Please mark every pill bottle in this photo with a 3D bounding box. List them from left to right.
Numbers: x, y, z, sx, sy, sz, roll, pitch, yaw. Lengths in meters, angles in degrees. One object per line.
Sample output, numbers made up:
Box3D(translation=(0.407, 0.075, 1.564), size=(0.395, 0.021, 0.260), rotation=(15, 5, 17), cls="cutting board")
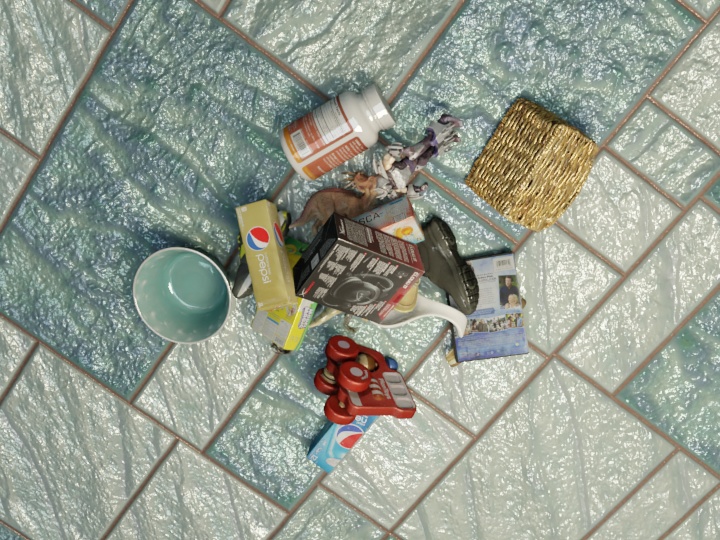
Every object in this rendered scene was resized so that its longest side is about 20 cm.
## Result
Box3D(translation=(-0.040, -0.258, 1.366), size=(0.200, 0.112, 0.112), rotation=(-27, 102, 13), cls="pill bottle")

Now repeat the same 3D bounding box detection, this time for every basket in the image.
Box3D(translation=(0.322, -0.192, 1.373), size=(0.143, 0.149, 0.200), rotation=(17, 112, -34), cls="basket")

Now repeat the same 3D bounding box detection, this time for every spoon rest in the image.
Box3D(translation=(0.105, 0.077, 1.429), size=(0.200, 0.099, 0.061), rotation=(11, 149, 15), cls="spoon rest")

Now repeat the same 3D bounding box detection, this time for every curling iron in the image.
Box3D(translation=(-0.173, 0.085, 1.530), size=(0.050, 0.026, 0.200), rotation=(-6, 106, 6), cls="curling iron")

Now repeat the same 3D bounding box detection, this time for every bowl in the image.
Box3D(translation=(-0.344, 0.037, 1.494), size=(0.200, 0.105, 0.201), rotation=(2, 107, 5), cls="bowl")

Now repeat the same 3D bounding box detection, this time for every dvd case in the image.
Box3D(translation=(0.241, 0.071, 1.438), size=(0.142, 0.018, 0.200), rotation=(-9, 81, 15), cls="dvd case")

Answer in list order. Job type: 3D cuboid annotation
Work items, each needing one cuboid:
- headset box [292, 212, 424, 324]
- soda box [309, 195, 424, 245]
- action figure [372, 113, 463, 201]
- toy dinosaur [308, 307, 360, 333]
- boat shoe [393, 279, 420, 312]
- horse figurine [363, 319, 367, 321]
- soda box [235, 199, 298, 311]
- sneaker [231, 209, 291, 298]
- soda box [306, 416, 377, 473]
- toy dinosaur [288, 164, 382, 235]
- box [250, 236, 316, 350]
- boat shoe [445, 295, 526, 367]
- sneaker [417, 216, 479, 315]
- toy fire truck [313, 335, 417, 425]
Box3D(translation=(0.003, 0.003, 1.307), size=(0.200, 0.077, 0.149), rotation=(19, 127, -27), cls="headset box")
Box3D(translation=(0.011, -0.059, 1.347), size=(0.200, 0.064, 0.068), rotation=(-22, 134, 10), cls="soda box")
Box3D(translation=(0.097, -0.199, 1.335), size=(0.200, 0.130, 0.069), rotation=(-44, 56, -13), cls="action figure")
Box3D(translation=(-0.021, 0.072, 1.486), size=(0.200, 0.047, 0.088), rotation=(-44, 99, -7), cls="toy dinosaur")
Box3D(translation=(0.077, -0.022, 1.399), size=(0.073, 0.063, 0.201), rotation=(2, 80, -8), cls="boat shoe")
Box3D(translation=(0.000, 0.000, 1.432), size=(0.132, 0.050, 0.200), rotation=(36, 68, -4), cls="horse figurine")
Box3D(translation=(-0.176, -0.026, 1.392), size=(0.064, 0.068, 0.200), rotation=(-15, 83, 10), cls="soda box")
Box3D(translation=(-0.212, -0.040, 1.474), size=(0.085, 0.074, 0.200), rotation=(29, 92, 12), cls="sneaker")
Box3D(translation=(-0.030, 0.330, 1.568), size=(0.064, 0.068, 0.200), rotation=(36, 107, -5), cls="soda box")
Box3D(translation=(-0.040, -0.129, 1.410), size=(0.200, 0.086, 0.136), rotation=(-6, 106, -3), cls="toy dinosaur")
Box3D(translation=(-0.135, 0.043, 1.457), size=(0.117, 0.048, 0.200), rotation=(27, 99, 41), cls="box")
Box3D(translation=(0.234, 0.105, 1.478), size=(0.200, 0.072, 0.076), rotation=(-44, 86, 7), cls="boat shoe")
Box3D(translation=(0.161, 0.000, 1.431), size=(0.091, 0.076, 0.200), rotation=(-31, 72, 25), cls="sneaker")
Box3D(translation=(0.009, 0.217, 1.474), size=(0.168, 0.200, 0.112), rotation=(7, 121, -24), cls="toy fire truck")
